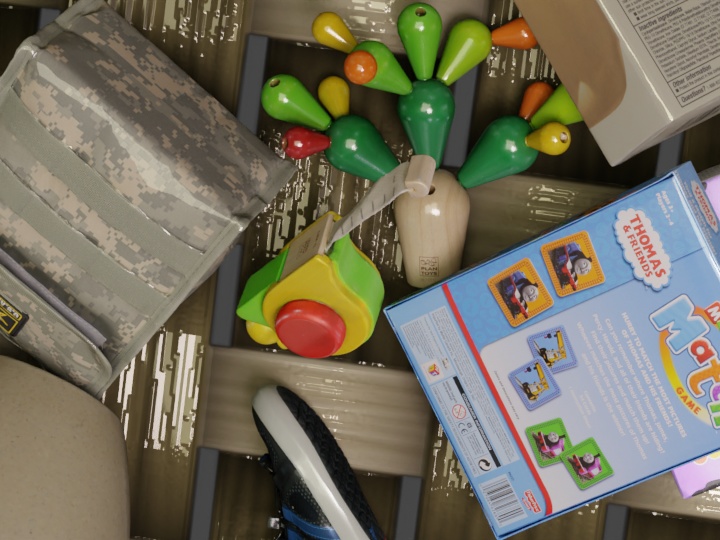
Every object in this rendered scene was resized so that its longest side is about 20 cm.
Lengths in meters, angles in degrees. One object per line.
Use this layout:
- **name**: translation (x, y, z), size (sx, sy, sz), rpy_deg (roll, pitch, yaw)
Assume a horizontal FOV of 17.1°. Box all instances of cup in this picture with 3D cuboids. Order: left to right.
- **cup**: translation (-0.211, 0.133, 1.384), size (0.199, 0.200, 0.144), rpy_deg (24, 72, 2)

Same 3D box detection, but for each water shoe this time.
- **water shoe**: translation (-0.028, 0.166, 1.418), size (0.079, 0.072, 0.201), rpy_deg (-29, 93, 9)

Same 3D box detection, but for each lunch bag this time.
- **lunch bag**: translation (-0.166, -0.030, 1.381), size (0.164, 0.118, 0.200), rpy_deg (41, 121, -2)

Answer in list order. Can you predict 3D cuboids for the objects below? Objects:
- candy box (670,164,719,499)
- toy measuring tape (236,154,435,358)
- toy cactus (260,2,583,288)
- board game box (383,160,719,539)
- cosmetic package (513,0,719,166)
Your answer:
- **candy box**: translation (0.246, 0.015, 1.382), size (0.199, 0.072, 0.169), rpy_deg (-21, 94, 7)
- **toy measuring tape**: translation (0.000, 0.000, 1.369), size (0.074, 0.074, 0.200), rpy_deg (52, 135, -2)
- **toy cactus**: translation (0.044, -0.071, 1.386), size (0.199, 0.102, 0.166), rpy_deg (-4, 105, -4)
- **board game box**: translation (0.130, 0.048, 1.348), size (0.199, 0.037, 0.152), rpy_deg (-25, 92, 30)
- **cosmetic package**: translation (0.141, -0.172, 1.337), size (0.105, 0.071, 0.201), rpy_deg (-25, 83, -30)
